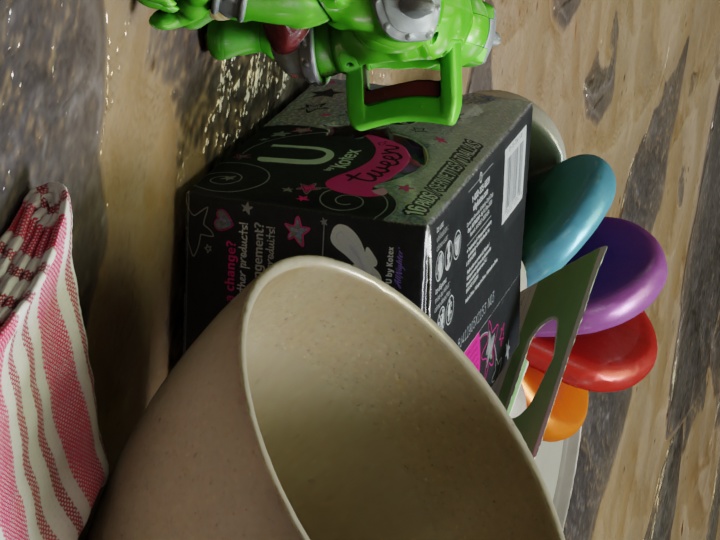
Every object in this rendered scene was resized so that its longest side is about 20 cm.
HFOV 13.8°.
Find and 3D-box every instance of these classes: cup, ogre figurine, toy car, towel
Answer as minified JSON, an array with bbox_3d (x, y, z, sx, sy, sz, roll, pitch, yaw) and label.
[{"bbox_3d":[-0.029,0.115,1.191,0.200,0.143,0.201,39,32,-30],"label":"cup"},{"bbox_3d":[-0.011,-0.110,1.235,0.200,0.119,0.099,62,39,-68],"label":"ogre figurine"},{"bbox_3d":[0.095,0.009,1.641,0.175,0.149,0.201,-66,159,-50],"label":"toy car"},{"bbox_3d":[-0.131,0.084,1.065,0.200,0.030,0.147,-66,160,-46],"label":"towel"}]

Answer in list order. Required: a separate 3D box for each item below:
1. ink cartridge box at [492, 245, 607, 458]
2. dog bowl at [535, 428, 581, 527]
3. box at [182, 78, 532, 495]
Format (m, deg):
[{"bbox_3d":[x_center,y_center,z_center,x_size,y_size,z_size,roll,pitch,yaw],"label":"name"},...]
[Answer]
[{"bbox_3d":[0.051,0.084,1.485,0.048,0.200,0.146,41,47,-22],"label":"ink cartridge box"},{"bbox_3d":[0.094,0.119,1.896,0.200,0.058,0.201,8,90,-76],"label":"dog bowl"},{"bbox_3d":[0.000,0.000,1.354,0.200,0.114,0.133,-50,145,-66],"label":"box"}]
